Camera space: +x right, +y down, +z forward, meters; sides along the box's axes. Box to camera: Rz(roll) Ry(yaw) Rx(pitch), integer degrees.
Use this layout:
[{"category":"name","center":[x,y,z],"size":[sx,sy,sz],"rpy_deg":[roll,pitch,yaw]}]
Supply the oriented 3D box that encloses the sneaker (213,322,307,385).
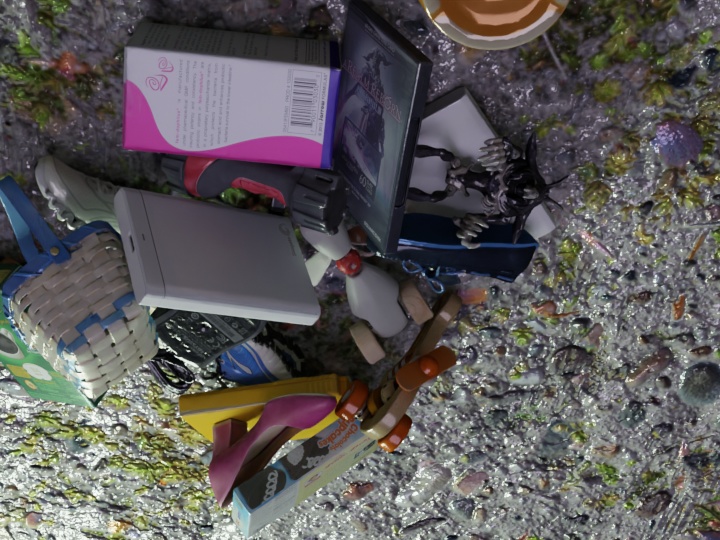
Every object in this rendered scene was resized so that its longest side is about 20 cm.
[{"category":"sneaker","center":[-0.146,0.087,1.389],"size":[0.089,0.079,0.200],"rpy_deg":[-26,125,18]}]

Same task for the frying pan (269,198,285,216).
[{"category":"frying pan","center":[-0.097,-0.097,1.271],"size":[0.114,0.031,0.190],"rpy_deg":[26,122,-20]}]

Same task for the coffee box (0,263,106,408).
[{"category":"coffee box","center":[-0.382,0.073,1.369],"size":[0.122,0.044,0.201],"rpy_deg":[3,137,38]}]

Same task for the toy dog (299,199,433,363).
[{"category":"toy dog","center":[0.000,0.000,1.315],"size":[0.131,0.096,0.201],"rpy_deg":[-17,118,-9]}]

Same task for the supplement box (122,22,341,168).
[{"category":"supplement box","center":[-0.122,-0.169,1.148],"size":[0.198,0.104,0.102],"rpy_deg":[5,115,-5]}]

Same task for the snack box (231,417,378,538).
[{"category":"snack box","center":[-0.058,0.229,1.394],"size":[0.199,0.037,0.116],"rpy_deg":[-32,162,-20]}]

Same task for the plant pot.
[{"category":"plant pot","center":[0.107,-0.287,1.009],"size":[0.198,0.184,0.201],"rpy_deg":[0,130,0]}]

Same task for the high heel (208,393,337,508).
[{"category":"high heel","center":[-0.099,0.201,1.347],"size":[0.199,0.097,0.067],"rpy_deg":[-21,153,33]}]

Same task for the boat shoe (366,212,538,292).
[{"category":"boat shoe","center":[0.096,-0.011,1.243],"size":[0.199,0.084,0.069],"rpy_deg":[7,119,-23]}]

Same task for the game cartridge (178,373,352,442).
[{"category":"game cartridge","center":[-0.098,0.170,1.442],"size":[0.198,0.033,0.176],"rpy_deg":[-10,157,6]}]

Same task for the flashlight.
[{"category":"flashlight","center":[-0.104,-0.085,1.193],"size":[0.199,0.068,0.068],"rpy_deg":[21,168,27]}]

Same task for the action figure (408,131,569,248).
[{"category":"action figure","center":[0.114,-0.084,1.195],"size":[0.198,0.102,0.120],"rpy_deg":[7,108,-2]}]

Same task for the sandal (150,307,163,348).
[{"category":"sandal","center":[-0.300,0.065,1.375],"size":[0.211,0.070,0.078],"rpy_deg":[23,126,-18]}]

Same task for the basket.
[{"category":"basket","center":[-0.294,0.016,1.206],"size":[0.139,0.200,0.177],"rpy_deg":[-39,163,-19]}]

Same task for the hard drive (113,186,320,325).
[{"category":"hard drive","center":[-0.142,-0.013,1.202],"size":[0.199,0.133,0.027],"rpy_deg":[10,137,-38]}]

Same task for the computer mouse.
[{"category":"computer mouse","center":[-0.177,0.048,1.293],"size":[0.199,0.053,0.139],"rpy_deg":[-27,118,32]}]

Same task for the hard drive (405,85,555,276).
[{"category":"hard drive","center":[0.104,-0.089,1.276],"size":[0.131,0.026,0.200],"rpy_deg":[-27,125,20]}]

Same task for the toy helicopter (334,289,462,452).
[{"category":"toy helicopter","center":[0.061,0.100,1.329],"size":[0.079,0.201,0.132],"rpy_deg":[36,154,-7]}]

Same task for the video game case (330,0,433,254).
[{"category":"video game case","center":[0.012,-0.138,1.152],"size":[0.019,0.143,0.201],"rpy_deg":[-10,128,-26]}]

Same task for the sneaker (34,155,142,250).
[{"category":"sneaker","center":[-0.260,-0.063,1.277],"size":[0.081,0.075,0.200],"rpy_deg":[-39,124,14]}]
